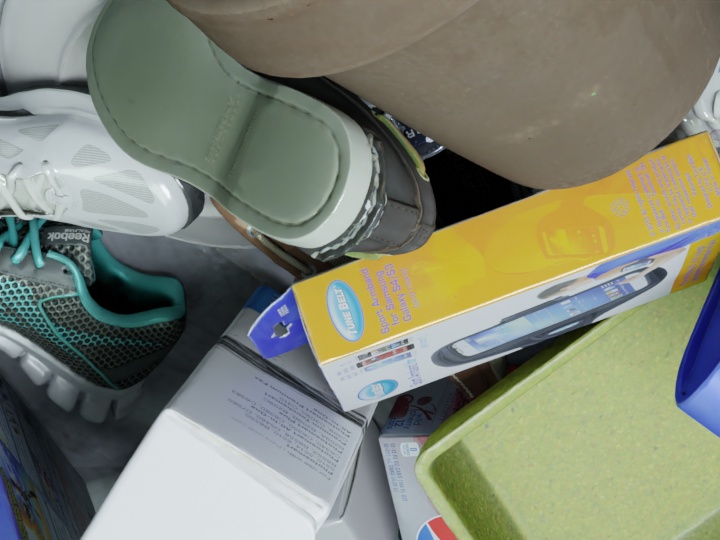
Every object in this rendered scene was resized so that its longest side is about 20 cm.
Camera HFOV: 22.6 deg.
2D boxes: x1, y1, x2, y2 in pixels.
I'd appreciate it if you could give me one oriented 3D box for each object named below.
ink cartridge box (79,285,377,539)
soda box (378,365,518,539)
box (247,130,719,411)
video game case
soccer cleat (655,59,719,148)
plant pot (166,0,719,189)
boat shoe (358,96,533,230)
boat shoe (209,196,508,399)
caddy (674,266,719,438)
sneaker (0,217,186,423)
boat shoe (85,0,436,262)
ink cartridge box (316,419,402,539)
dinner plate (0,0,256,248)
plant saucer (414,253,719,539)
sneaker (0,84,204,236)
[{"bbox_3d":[-0.066,0.108,0.825,0.084,0.200,0.147,33,106,0],"label":"ink cartridge box"},{"bbox_3d":[0.065,0.153,0.957,0.063,0.070,0.202,-4,117,19],"label":"soda box"},{"bbox_3d":[0.053,0.009,0.750,0.198,0.042,0.119,-22,166,0],"label":"box"},{"bbox_3d":[-0.175,0.135,0.930,0.045,0.200,0.182,-28,132,-3],"label":"video game case"},{"bbox_3d":[0.143,-0.078,0.734,0.069,0.087,0.200,12,142,-40],"label":"soccer cleat"},{"bbox_3d":[0.048,-0.123,0.660,0.199,0.201,0.174,-24,133,30],"label":"plant pot"},{"bbox_3d":[0.023,-0.075,0.777,0.071,0.068,0.201,-24,128,11],"label":"boat shoe"},{"bbox_3d":[0.000,0.000,0.838,0.072,0.076,0.200,-38,127,6],"label":"boat shoe"},{"bbox_3d":[0.215,0.006,0.736,0.104,0.201,0.142,30,150,-2],"label":"caddy"},{"bbox_3d":[-0.171,-0.005,0.900,0.199,0.078,0.091,30,127,-28],"label":"sneaker"},{"bbox_3d":[-0.046,-0.060,0.731,0.060,0.201,0.072,19,105,-43],"label":"boat shoe"},{"bbox_3d":[-0.029,0.183,1.027,0.145,0.085,0.201,-13,129,22],"label":"ink cartridge box"},{"bbox_3d":[-0.074,-0.081,0.837,0.198,0.024,0.201,7,134,7],"label":"dinner plate"},{"bbox_3d":[0.138,0.089,0.881,0.199,0.048,0.200,-35,124,-3],"label":"plant saucer"},{"bbox_3d":[-0.178,-0.030,0.819,0.199,0.116,0.076,15,138,15],"label":"sneaker"}]
